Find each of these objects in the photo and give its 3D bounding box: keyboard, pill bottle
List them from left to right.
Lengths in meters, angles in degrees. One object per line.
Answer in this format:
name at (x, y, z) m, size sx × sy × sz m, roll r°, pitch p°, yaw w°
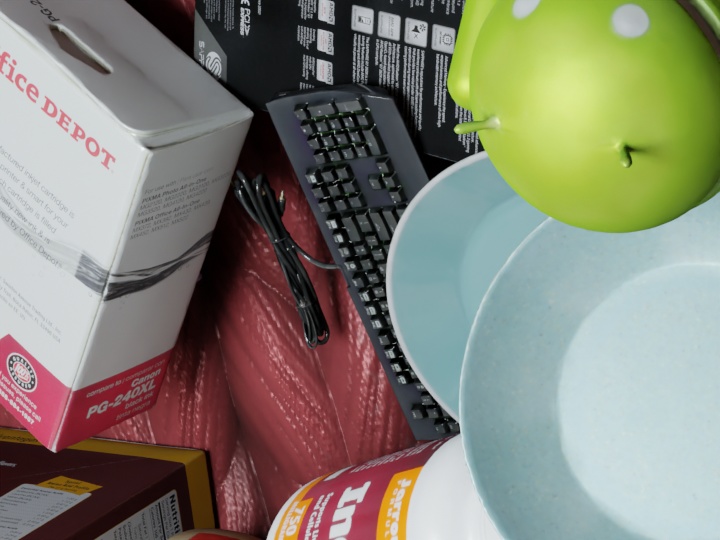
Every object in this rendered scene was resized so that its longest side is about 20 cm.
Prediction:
keyboard at (0.000, 0.000, 1.191) m, size 0.127 × 0.021 × 0.201 m, roll -3°, pitch 120°, yaw 41°
pill bottle at (0.047, 0.137, 1.156) m, size 0.200 × 0.113 × 0.114 m, roll -24°, pitch 93°, yaw 53°

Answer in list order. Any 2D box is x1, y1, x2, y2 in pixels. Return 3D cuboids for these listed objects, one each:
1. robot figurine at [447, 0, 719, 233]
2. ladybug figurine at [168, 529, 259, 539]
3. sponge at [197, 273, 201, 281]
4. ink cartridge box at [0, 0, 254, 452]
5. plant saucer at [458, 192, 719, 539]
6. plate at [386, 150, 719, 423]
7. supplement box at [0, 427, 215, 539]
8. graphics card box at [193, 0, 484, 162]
robot figurine at (0.122, -0.089, 0.987) m, size 0.175 × 0.200 × 0.116 m, roll 10°, pitch 121°, yaw 32°
ladybug figurine at (-0.067, 0.211, 1.239) m, size 0.072 × 0.200 × 0.136 m, roll -18°, pitch 118°, yaw 21°
sponge at (-0.181, -0.045, 1.329) m, size 0.111 × 0.030 × 0.201 m, roll -40°, pitch 84°, yaw 39°
ink cartridge box at (-0.151, -0.035, 1.227) m, size 0.145 × 0.083 × 0.201 m, roll 41°, pitch 128°, yaw 25°
plant saucer at (0.143, 0.057, 1.041) m, size 0.200 × 0.039 × 0.203 m, roll -3°, pitch 81°, yaw 18°
plate at (0.109, 0.018, 1.122) m, size 0.199 × 0.026 × 0.201 m, roll 13°, pitch 129°, yaw 16°
supplement box at (-0.209, 0.186, 1.326) m, size 0.196 × 0.200 × 0.134 m, roll 3°, pitch 109°, yaw 34°
graphics card box at (0.012, -0.127, 1.148) m, size 0.199 × 0.051 × 0.126 m, roll 15°, pitch 117°, yaw 29°
